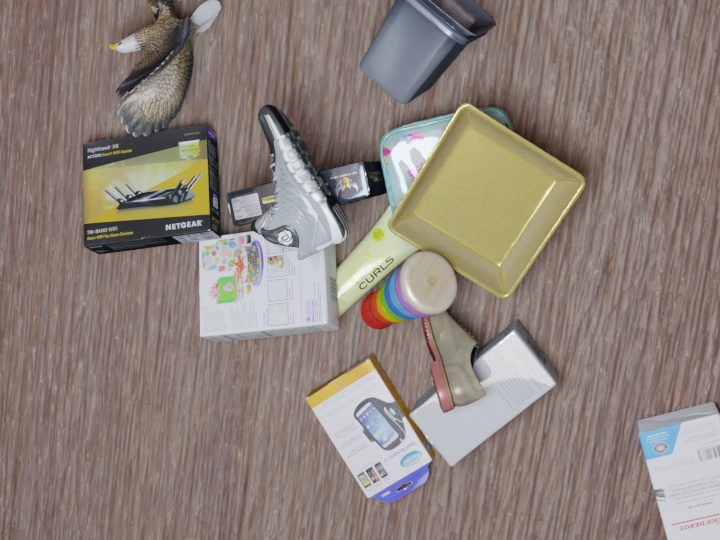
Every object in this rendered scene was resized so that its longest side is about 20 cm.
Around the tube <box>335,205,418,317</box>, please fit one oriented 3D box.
[{"bbox_3d":[0.000,0.000,1.593,0.200,0.052,0.058,-44,128,8],"label":"tube"}]

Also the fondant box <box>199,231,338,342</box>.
[{"bbox_3d":[-0.133,0.019,1.582,0.196,0.058,0.147,-6,77,16],"label":"fondant box"}]

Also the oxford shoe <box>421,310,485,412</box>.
[{"bbox_3d":[0.129,0.100,1.541,0.073,0.071,0.203,-13,61,5],"label":"oxford shoe"}]

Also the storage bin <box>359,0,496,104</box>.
[{"bbox_3d":[0.075,-0.312,1.461,0.145,0.200,0.135,39,113,2],"label":"storage bin"}]

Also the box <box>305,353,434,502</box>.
[{"bbox_3d":[0.021,0.241,1.631,0.118,0.041,0.202,-31,95,13],"label":"box"}]

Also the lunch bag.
[{"bbox_3d":[0.132,-0.136,1.528,0.196,0.077,0.163,-10,96,9],"label":"lunch bag"}]

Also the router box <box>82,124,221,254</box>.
[{"bbox_3d":[-0.304,-0.116,1.600,0.196,0.052,0.160,-7,77,11],"label":"router box"}]

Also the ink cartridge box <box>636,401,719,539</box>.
[{"bbox_3d":[0.469,0.301,1.544,0.114,0.067,0.203,-15,95,12],"label":"ink cartridge box"}]

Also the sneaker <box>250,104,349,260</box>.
[{"bbox_3d":[-0.107,-0.103,1.422,0.114,0.075,0.202,-30,91,15],"label":"sneaker"}]

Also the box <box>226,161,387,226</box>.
[{"bbox_3d":[-0.070,-0.108,1.530,0.196,0.158,0.052,-11,94,11],"label":"box"}]

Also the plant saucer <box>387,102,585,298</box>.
[{"bbox_3d":[0.166,-0.095,1.469,0.198,0.049,0.202,30,109,-7],"label":"plant saucer"}]

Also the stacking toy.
[{"bbox_3d":[0.054,0.041,1.526,0.084,0.200,0.087,8,71,-23],"label":"stacking toy"}]

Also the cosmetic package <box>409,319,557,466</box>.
[{"bbox_3d":[0.177,0.176,1.576,0.199,0.074,0.102,-39,90,15],"label":"cosmetic package"}]

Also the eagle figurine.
[{"bbox_3d":[-0.283,-0.304,1.539,0.149,0.151,0.204,-18,67,35],"label":"eagle figurine"}]
